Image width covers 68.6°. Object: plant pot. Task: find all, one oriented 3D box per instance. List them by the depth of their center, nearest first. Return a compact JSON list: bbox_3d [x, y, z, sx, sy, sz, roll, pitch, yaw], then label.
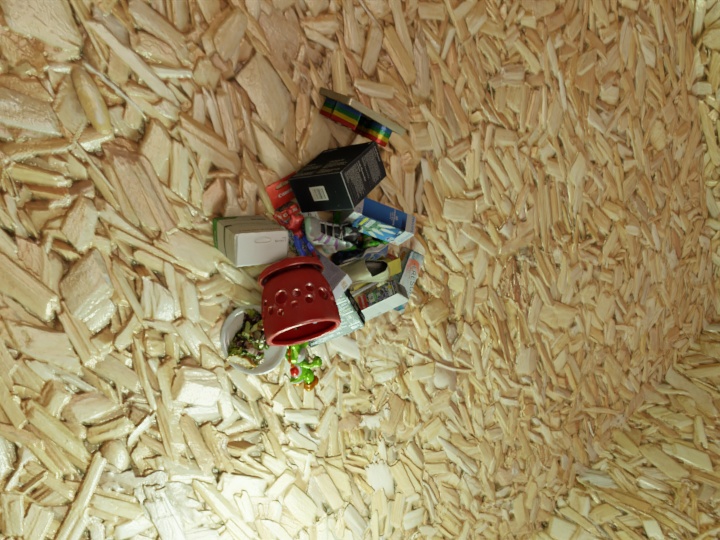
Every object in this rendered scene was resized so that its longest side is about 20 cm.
[{"bbox_3d":[-0.160,0.073,1.336,0.195,0.200,0.188,-6,72,-30],"label":"plant pot"}]

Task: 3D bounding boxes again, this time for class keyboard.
[{"bbox_3d":[-0.029,0.080,1.643,0.195,0.056,0.011,-26,77,-4],"label":"keyboard"}]

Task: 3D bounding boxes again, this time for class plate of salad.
[{"bbox_3d":[-0.303,0.200,1.491,0.192,0.048,0.208,0,99,1],"label":"plate of salad"}]

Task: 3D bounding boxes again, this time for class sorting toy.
[{"bbox_3d":[-0.007,-0.413,1.451,0.196,0.199,0.071,19,104,-35],"label":"sorting toy"}]

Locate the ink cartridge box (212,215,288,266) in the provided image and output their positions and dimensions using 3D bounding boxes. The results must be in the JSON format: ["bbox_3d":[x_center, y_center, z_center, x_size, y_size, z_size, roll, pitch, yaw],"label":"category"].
[{"bbox_3d":[-0.287,-0.081,1.367,0.142,0.199,0.087,-6,110,-29],"label":"ink cartridge box"}]

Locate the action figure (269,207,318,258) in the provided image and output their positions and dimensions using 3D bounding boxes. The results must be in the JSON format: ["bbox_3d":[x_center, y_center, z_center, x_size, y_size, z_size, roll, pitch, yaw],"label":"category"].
[{"bbox_3d":[-0.182,-0.107,1.459,0.065,0.099,0.203,-36,142,-18],"label":"action figure"}]

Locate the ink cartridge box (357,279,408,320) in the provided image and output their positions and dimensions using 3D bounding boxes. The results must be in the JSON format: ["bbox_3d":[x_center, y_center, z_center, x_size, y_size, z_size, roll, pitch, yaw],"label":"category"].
[{"bbox_3d":[0.046,0.102,1.668,0.196,0.052,0.108,-26,156,18],"label":"ink cartridge box"}]

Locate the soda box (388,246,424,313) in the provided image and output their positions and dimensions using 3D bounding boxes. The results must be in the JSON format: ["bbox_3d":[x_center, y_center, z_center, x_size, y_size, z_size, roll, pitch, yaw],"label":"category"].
[{"bbox_3d":[0.140,0.030,1.754,0.062,0.068,0.206,19,94,-31],"label":"soda box"}]

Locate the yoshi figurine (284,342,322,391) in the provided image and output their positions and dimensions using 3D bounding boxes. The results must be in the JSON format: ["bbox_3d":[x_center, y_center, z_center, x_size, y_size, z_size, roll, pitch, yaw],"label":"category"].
[{"bbox_3d":[-0.177,0.258,1.589,0.109,0.113,0.205,-18,129,-9],"label":"yoshi figurine"}]

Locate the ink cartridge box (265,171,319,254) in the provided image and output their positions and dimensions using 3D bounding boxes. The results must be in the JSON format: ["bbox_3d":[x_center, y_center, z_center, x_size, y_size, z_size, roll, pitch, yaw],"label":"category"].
[{"bbox_3d":[-0.182,-0.162,1.501,0.107,0.050,0.205,-32,120,-20],"label":"ink cartridge box"}]

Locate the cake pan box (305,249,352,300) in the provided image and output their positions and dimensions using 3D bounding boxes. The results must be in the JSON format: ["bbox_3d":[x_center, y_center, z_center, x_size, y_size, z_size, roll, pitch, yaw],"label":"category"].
[{"bbox_3d":[-0.147,0.051,1.507,0.201,0.182,0.053,-49,140,-10],"label":"cake pan box"}]

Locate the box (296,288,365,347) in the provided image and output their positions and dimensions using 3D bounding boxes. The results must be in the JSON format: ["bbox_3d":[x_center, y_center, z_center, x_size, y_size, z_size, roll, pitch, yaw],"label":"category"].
[{"bbox_3d":[-0.104,0.133,1.580,0.195,0.044,0.162,-23,121,17],"label":"box"}]

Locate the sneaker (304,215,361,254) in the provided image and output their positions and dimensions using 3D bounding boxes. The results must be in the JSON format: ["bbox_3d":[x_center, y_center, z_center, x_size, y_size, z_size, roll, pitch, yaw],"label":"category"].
[{"bbox_3d":[-0.064,-0.108,1.446,0.199,0.135,0.081,31,53,-68],"label":"sneaker"}]

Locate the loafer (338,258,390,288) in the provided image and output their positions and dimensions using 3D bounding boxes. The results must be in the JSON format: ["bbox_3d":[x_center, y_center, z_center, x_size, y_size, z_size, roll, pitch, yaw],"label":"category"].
[{"bbox_3d":[0.000,0.000,1.577,0.193,0.078,0.069,-10,153,-18],"label":"loafer"}]

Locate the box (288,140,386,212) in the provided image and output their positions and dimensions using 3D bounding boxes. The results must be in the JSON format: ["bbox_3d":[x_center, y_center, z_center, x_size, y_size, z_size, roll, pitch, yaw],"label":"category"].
[{"bbox_3d":[-0.060,-0.251,1.429,0.183,0.195,0.106,-48,126,-39],"label":"box"}]

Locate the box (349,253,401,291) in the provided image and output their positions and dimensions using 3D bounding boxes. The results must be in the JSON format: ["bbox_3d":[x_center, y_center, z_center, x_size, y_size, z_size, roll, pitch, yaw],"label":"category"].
[{"bbox_3d":[0.031,0.004,1.676,0.195,0.075,0.052,-20,114,-25],"label":"box"}]

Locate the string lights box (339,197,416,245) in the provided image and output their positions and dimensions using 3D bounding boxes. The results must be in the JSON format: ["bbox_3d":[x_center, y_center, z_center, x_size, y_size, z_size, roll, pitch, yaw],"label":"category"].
[{"bbox_3d":[0.050,-0.142,1.499,0.195,0.102,0.061,18,68,-21],"label":"string lights box"}]

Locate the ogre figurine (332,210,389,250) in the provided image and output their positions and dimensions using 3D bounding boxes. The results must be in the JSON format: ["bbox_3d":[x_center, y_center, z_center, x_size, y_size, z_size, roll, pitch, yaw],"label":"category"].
[{"bbox_3d":[-0.011,-0.127,1.584,0.098,0.193,0.124,5,75,-72],"label":"ogre figurine"}]

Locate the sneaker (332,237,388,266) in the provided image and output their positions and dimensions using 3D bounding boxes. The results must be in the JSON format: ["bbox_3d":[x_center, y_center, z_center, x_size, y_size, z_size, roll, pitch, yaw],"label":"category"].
[{"bbox_3d":[0.006,-0.048,1.641,0.194,0.076,0.079,-20,132,-14],"label":"sneaker"}]
